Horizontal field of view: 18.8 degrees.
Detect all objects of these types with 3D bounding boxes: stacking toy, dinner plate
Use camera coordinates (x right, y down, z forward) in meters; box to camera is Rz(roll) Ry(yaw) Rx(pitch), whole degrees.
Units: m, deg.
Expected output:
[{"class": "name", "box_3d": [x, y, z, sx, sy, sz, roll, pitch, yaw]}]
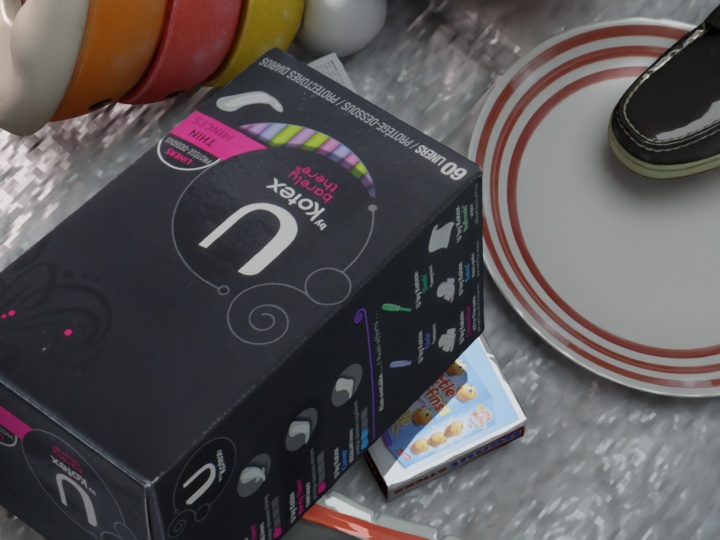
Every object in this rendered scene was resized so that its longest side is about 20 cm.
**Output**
[{"class": "stacking toy", "box_3d": [-0.074, -0.129, 1.001, 0.198, 0.146, 0.147, 3, 64, -26]}, {"class": "dinner plate", "box_3d": [0.145, -0.030, 1.042, 0.198, 0.024, 0.202, 5, 65, -10]}]

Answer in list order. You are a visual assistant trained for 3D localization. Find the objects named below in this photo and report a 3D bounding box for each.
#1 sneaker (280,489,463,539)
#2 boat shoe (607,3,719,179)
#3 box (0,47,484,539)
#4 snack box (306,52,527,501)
[{"class": "sneaker", "box_3d": [0.003, 0.146, 0.916, 0.199, 0.077, 0.082, 23, 73, 11]}, {"class": "boat shoe", "box_3d": [0.200, -0.117, 1.025, 0.199, 0.065, 0.073, -34, 60, -10]}, {"class": "box", "box_3d": [-0.054, 0.024, 0.879, 0.122, 0.107, 0.200, 30, 57, 27]}, {"class": "snack box", "box_3d": [0.000, 0.000, 0.994, 0.071, 0.024, 0.201, -24, 72, -9]}]
